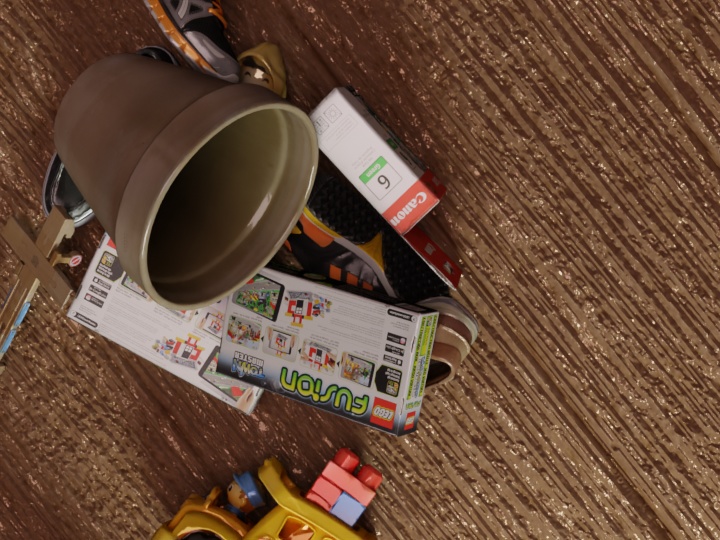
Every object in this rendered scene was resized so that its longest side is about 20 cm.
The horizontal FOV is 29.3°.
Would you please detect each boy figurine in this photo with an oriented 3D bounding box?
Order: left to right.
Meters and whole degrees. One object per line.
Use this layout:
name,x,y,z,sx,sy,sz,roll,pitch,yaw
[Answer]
boy figurine,-0.114,-0.112,1.277,0.124,0.064,0.201,29,103,11

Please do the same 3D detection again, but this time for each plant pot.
plant pot,-0.165,-0.094,1.177,0.173,0.200,0.201,35,102,27

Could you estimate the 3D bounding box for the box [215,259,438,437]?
box,-0.033,0.063,1.216,0.199,0.035,0.111,17,101,29

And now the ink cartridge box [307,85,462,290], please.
ink cartridge box,0.036,-0.077,1.240,0.050,0.109,0.200,-43,91,11

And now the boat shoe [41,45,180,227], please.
boat shoe,-0.239,-0.122,1.289,0.074,0.068,0.200,42,101,0

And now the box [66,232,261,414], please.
box,-0.167,0.040,1.312,0.199,0.035,0.111,29,100,3

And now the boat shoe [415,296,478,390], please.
boat shoe,0.018,0.088,1.250,0.076,0.072,0.199,40,135,-23

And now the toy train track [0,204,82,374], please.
toy train track,-0.318,0.025,1.330,0.115,0.032,0.201,46,115,29

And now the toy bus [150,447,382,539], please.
toy bus,-0.073,0.243,1.298,0.199,0.136,0.193,31,88,4

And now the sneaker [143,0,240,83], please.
sneaker,-0.157,-0.252,1.241,0.077,0.078,0.201,-32,75,-1

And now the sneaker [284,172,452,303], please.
sneaker,0.000,0.000,1.287,0.200,0.070,0.090,44,136,-13
